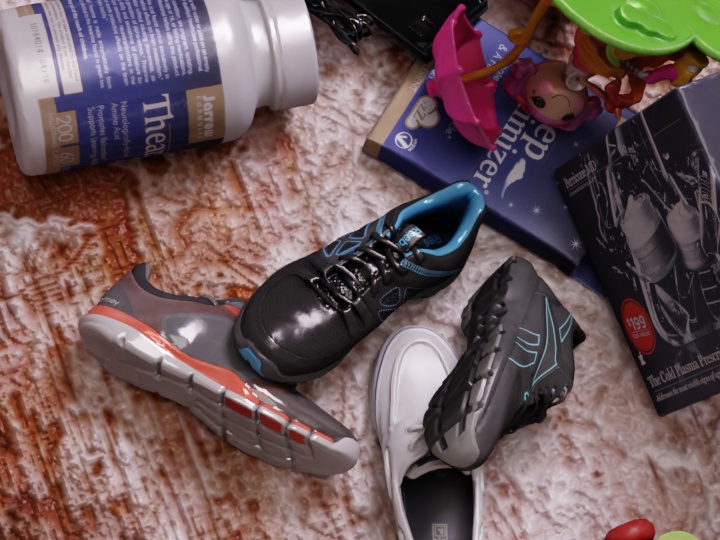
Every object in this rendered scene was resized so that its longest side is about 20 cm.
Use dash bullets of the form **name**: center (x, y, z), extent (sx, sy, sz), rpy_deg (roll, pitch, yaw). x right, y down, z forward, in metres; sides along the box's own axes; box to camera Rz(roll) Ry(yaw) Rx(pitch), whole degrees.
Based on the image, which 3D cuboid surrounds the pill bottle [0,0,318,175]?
- **pill bottle**: center (-0.133, -0.132, 1.685), extent (0.200, 0.111, 0.111), rpy_deg (-11, 74, -11)

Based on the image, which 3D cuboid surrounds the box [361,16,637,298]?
- **box**: center (0.117, -0.081, 1.746), extent (0.200, 0.032, 0.121), rpy_deg (31, 70, 2)

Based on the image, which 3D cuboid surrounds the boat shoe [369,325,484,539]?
- **boat shoe**: center (0.051, 0.126, 1.650), extent (0.073, 0.065, 0.200), rpy_deg (-7, 73, -10)

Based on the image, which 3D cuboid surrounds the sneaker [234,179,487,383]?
- **sneaker**: center (0.000, 0.000, 1.650), extent (0.200, 0.082, 0.073), rpy_deg (-35, 78, -36)

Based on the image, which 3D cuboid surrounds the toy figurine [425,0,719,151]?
- **toy figurine**: center (0.132, -0.146, 1.665), extent (0.200, 0.184, 0.150), rpy_deg (24, 50, -21)

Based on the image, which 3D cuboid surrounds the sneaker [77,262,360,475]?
- **sneaker**: center (-0.079, 0.057, 1.652), extent (0.200, 0.077, 0.082), rpy_deg (31, 64, 2)

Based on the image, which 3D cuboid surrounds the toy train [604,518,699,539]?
- **toy train**: center (0.195, 0.190, 1.623), extent (0.200, 0.116, 0.085), rpy_deg (-17, 76, -13)

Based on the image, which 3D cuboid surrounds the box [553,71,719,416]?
- **box**: center (0.235, -0.022, 1.636), extent (0.104, 0.200, 0.182), rpy_deg (-20, 84, -22)

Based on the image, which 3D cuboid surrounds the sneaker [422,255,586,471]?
- **sneaker**: center (0.100, 0.066, 1.640), extent (0.079, 0.075, 0.200), rpy_deg (40, 36, -11)

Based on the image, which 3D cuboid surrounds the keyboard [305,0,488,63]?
- **keyboard**: center (-0.017, -0.208, 1.766), extent (0.200, 0.040, 0.104), rpy_deg (39, 59, 18)
